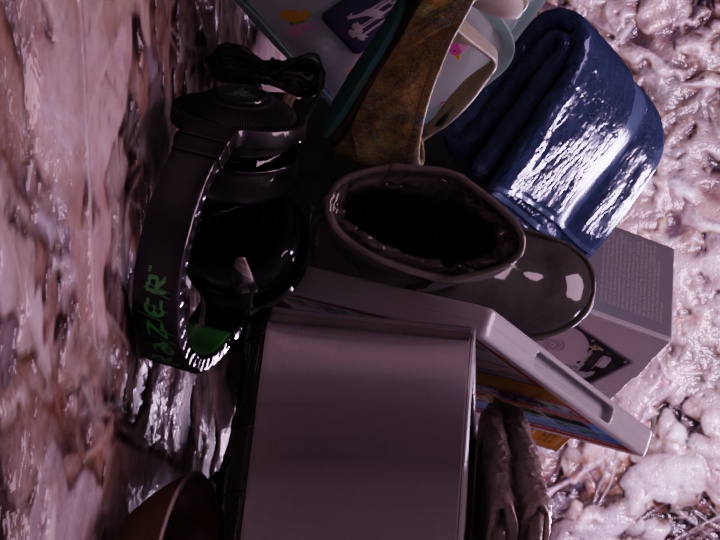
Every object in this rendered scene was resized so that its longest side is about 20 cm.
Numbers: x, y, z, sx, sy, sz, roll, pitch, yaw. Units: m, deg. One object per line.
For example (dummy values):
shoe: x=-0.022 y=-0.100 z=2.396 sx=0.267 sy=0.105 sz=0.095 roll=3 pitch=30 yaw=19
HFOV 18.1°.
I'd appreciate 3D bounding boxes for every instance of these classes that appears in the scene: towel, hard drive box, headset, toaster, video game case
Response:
towel: x=0.071 y=0.149 z=1.122 sx=0.200 sy=0.034 sz=0.134 roll=-85 pitch=-179 yaw=-78
hard drive box: x=0.076 y=0.022 z=1.442 sx=0.156 sy=0.199 sz=0.077 roll=127 pitch=-23 yaw=-50
headset: x=-0.071 y=-0.043 z=1.108 sx=0.124 sy=0.093 sz=0.201 roll=89 pitch=23 yaw=-44
toaster: x=-0.007 y=0.125 z=1.074 sx=0.201 sy=0.118 sz=0.182 roll=85 pitch=9 yaw=-58
video game case: x=0.052 y=0.047 z=1.187 sx=0.200 sy=0.142 sz=0.018 roll=36 pitch=71 yaw=-53
towel: x=0.120 y=-0.071 z=1.293 sx=0.112 sy=0.048 sz=0.200 roll=-53 pitch=154 yaw=1

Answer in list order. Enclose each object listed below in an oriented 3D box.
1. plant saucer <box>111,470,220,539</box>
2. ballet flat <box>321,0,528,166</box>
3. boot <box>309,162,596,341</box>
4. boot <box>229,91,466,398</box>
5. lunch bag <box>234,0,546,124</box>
plant saucer: x=-0.094 y=0.193 z=1.039 sx=0.200 sy=0.034 sz=0.202 roll=1 pitch=90 yaw=-81
ballet flat: x=0.046 y=-0.128 z=1.118 sx=0.071 sy=0.070 sz=0.201 roll=-77 pitch=-167 yaw=-53
boot: x=0.057 y=-0.011 z=1.163 sx=0.200 sy=0.180 sz=0.073 roll=134 pitch=-39 yaw=-75
boot: x=0.000 y=0.000 z=1.288 sx=0.077 sy=0.137 sz=0.202 roll=2 pitch=90 yaw=-81
lunch bag: x=0.021 y=-0.186 z=1.194 sx=0.201 sy=0.122 sz=0.170 roll=-54 pitch=131 yaw=-10
